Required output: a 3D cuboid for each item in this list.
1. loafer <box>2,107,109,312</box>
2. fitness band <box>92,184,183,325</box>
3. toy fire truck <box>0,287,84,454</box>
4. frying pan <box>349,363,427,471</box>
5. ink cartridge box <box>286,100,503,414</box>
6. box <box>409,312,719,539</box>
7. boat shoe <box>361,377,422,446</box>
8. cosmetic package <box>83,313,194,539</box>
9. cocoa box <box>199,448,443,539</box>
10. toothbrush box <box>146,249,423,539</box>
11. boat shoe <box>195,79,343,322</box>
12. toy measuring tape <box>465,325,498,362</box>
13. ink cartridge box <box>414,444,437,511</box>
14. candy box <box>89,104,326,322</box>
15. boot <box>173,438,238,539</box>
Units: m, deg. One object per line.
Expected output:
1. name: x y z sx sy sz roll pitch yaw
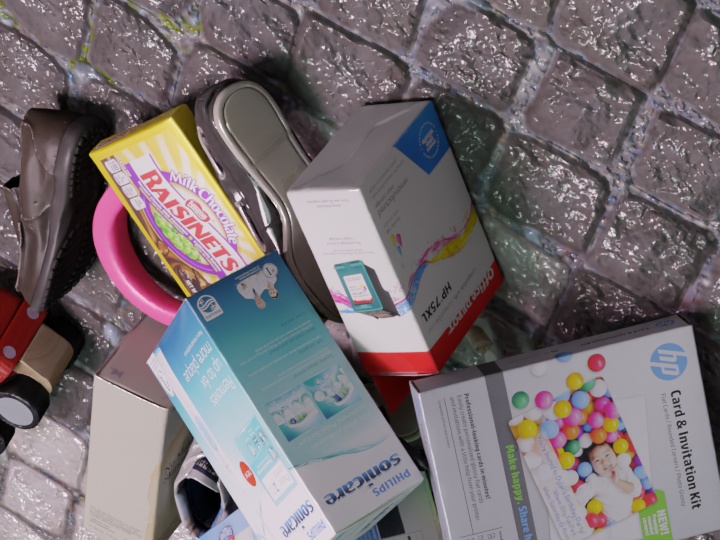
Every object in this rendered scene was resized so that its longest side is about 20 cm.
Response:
1. loafer: -0.249 -0.055 1.833 0.071 0.073 0.200 31 129 17
2. fitness band: -0.135 -0.031 1.791 0.144 0.037 0.200 41 137 -2
3. toy fire truck: -0.359 0.052 1.975 0.200 0.129 0.176 38 139 -14
4. frying pan: -0.009 0.089 1.682 0.115 0.031 0.190 58 160 -11
5. ink cartridge box: 0.034 -0.007 1.635 0.067 0.116 0.200 -2 125 36
6. box: 0.148 0.130 1.612 0.199 0.041 0.156 -13 104 -7
7. boat shoe: -0.035 0.109 1.800 0.199 0.067 0.057 7 170 15
8. cosmetic package: -0.173 0.137 1.914 0.073 0.104 0.200 25 138 13
9. cocoa box: -0.028 0.238 1.814 0.200 0.131 0.134 -43 61 62
10. toothbrush box: -0.058 0.108 1.660 0.200 0.085 0.146 56 155 8
11. boat shoe: -0.057 -0.053 1.679 0.057 0.067 0.200 7 130 61
12. toy measuring tape: 0.088 0.132 1.744 0.073 0.074 0.200 7 134 30
13. ink cartridge box: 0.039 0.237 1.870 0.095 0.037 0.200 57 146 33
14. candy box: -0.115 -0.027 1.737 0.102 0.026 0.200 -21 110 41
15. boot: -0.104 0.140 1.873 0.073 0.096 0.200 23 136 16
